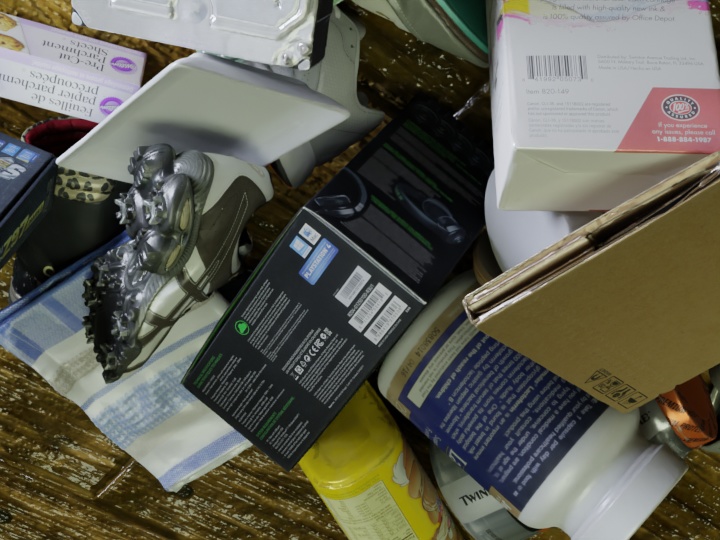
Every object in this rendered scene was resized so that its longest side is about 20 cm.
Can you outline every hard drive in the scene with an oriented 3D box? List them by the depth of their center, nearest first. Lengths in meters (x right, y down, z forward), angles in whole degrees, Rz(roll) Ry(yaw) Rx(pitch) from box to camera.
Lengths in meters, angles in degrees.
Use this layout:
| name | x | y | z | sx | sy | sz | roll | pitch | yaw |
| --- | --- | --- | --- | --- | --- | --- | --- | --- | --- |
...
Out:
| name | x | y | z | sx | sy | sz | roll | pitch | yaw |
| --- | --- | --- | --- | --- | --- | --- | --- | --- | --- |
| hard drive | -0.074 | -0.214 | 0.692 | 0.139 | 0.038 | 0.201 | 13 | 112 | 9 |

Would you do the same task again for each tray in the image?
| name | x | y | z | sx | sy | sz | roll | pitch | yaw |
| --- | --- | --- | --- | --- | --- | --- | --- | --- | --- |
| tray | -0.098 | -0.085 | 0.794 | 0.107 | 0.022 | 0.200 | 11 | 163 | -29 |

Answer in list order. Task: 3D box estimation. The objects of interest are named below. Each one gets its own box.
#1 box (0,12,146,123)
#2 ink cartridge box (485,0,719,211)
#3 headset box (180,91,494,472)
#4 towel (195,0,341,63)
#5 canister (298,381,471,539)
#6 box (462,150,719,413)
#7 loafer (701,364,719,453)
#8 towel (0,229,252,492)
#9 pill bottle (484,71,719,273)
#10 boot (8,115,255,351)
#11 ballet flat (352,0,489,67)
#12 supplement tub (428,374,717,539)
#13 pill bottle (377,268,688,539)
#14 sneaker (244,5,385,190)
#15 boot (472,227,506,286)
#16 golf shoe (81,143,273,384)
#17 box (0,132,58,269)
| name | x | y | z | sx | sy | sz | roll | pitch | yaw |
| --- | --- | --- | --- | --- | --- | --- | --- | --- | --- |
| box | -0.236 | -0.138 | 0.846 | 0.199 | 0.042 | 0.039 | 15 | 132 | -13 |
| ink cartridge box | 0.132 | -0.135 | 0.760 | 0.116 | 0.201 | 0.068 | 1 | 153 | -1 |
| headset box | 0.000 | 0.000 | 0.873 | 0.093 | 0.200 | 0.174 | 39 | 127 | 2 |
| towel | -0.072 | -0.224 | 0.719 | 0.152 | 0.023 | 0.201 | -28 | 99 | 22 |
| canister | 0.016 | 0.179 | 1.074 | 0.086 | 0.149 | 0.201 | -33 | 128 | -5 |
| box | 0.176 | 0.015 | 0.775 | 0.163 | 0.021 | 0.200 | -32 | 145 | 22 |
| loafer | 0.303 | 0.077 | 1.031 | 0.069 | 0.070 | 0.201 | -6 | 134 | -6 |
| towel | -0.142 | 0.067 | 0.947 | 0.146 | 0.024 | 0.200 | -30 | 122 | 17 |
| pill bottle | 0.182 | -0.049 | 0.826 | 0.199 | 0.120 | 0.120 | -17 | 139 | -24 |
| boot | -0.141 | -0.023 | 0.935 | 0.202 | 0.074 | 0.154 | 6 | 130 | -8 |
| ballet flat | 0.008 | -0.191 | 0.785 | 0.063 | 0.068 | 0.200 | -23 | 123 | 29 |
| supplement tub | 0.162 | 0.124 | 1.038 | 0.199 | 0.123 | 0.123 | -29 | 127 | 25 |
| pill bottle | 0.118 | 0.102 | 0.925 | 0.200 | 0.116 | 0.116 | 41 | 132 | 16 |
| sneaker | -0.049 | -0.155 | 0.824 | 0.092 | 0.076 | 0.201 | -29 | 123 | -12 |
| boot | 0.138 | -0.001 | 0.908 | 0.199 | 0.074 | 0.075 | -10 | 155 | -43 |
| golf shoe | -0.115 | 0.004 | 0.847 | 0.094 | 0.078 | 0.200 | -5 | 147 | -32 |
| box | -0.307 | -0.048 | 0.815 | 0.199 | 0.158 | 0.051 | 23 | 132 | 4 |
